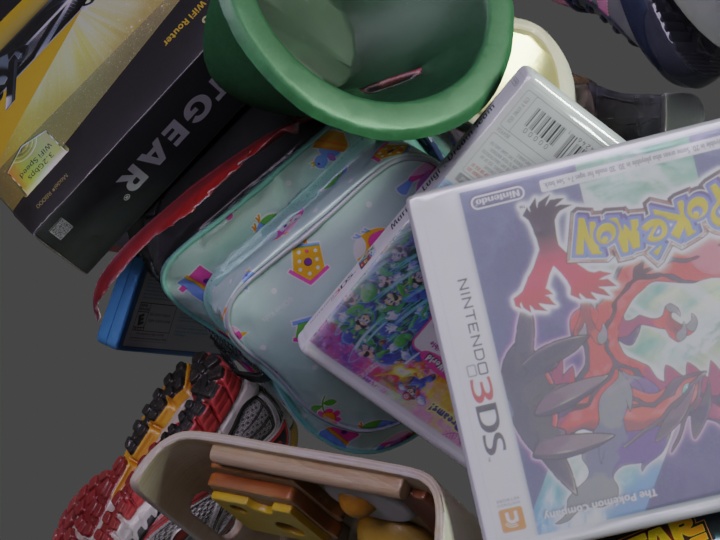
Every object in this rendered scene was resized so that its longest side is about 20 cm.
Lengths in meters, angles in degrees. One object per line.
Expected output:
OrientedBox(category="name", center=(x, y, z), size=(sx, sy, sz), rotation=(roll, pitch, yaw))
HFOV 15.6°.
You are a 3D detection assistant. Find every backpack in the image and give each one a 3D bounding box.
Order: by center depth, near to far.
OrientedBox(category="backpack", center=(0.000, 0.000, 1.405), size=(0.176, 0.200, 0.153), rotation=(-42, 41, 1))

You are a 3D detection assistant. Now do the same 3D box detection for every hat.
OrientedBox(category="hat", center=(-0.048, -0.104, 1.328), size=(0.176, 0.200, 0.166), rotation=(-37, 75, 51))

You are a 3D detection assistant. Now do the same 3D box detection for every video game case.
OrientedBox(category="video game case", center=(0.137, 0.029, 1.251), size=(0.200, 0.023, 0.182), rotation=(-14, 85, 9))
OrientedBox(category="video game case", center=(0.100, 0.024, 1.327), size=(0.182, 0.200, 0.024), rotation=(-50, 19, 11))
OrientedBox(category="video game case", center=(-0.073, -0.048, 1.484), size=(0.018, 0.143, 0.200), rotation=(22, 96, 29))

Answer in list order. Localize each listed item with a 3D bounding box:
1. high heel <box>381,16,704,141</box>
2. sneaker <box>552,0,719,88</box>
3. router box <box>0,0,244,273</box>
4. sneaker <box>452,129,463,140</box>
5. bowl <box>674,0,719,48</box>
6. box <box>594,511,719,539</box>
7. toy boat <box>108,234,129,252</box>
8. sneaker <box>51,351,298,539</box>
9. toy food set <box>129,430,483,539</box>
OrientedBox(category="high heel", center=(0.069, -0.093, 1.427), size=(0.143, 0.200, 0.071), rotation=(2, 82, 58))
OrientedBox(category="sneaker", center=(0.148, -0.167, 1.523), size=(0.082, 0.070, 0.200), rotation=(-47, 47, 31))
OrientedBox(category="router box", center=(-0.131, -0.120, 1.397), size=(0.200, 0.052, 0.157), rotation=(-47, 50, 1))
OrientedBox(category="sneaker", center=(0.008, -0.098, 1.567), size=(0.114, 0.073, 0.201), rotation=(-23, 56, 43))
OrientedBox(category="bowl", center=(0.221, -0.186, 1.419), size=(0.090, 0.201, 0.201), rotation=(-23, 47, 53))
OrientedBox(category="box", center=(0.191, 0.170, 1.243), size=(0.200, 0.040, 0.137), rotation=(-23, 62, 6))
OrientedBox(category="toy boat", center=(-0.126, -0.108, 1.557), size=(0.130, 0.131, 0.200), rotation=(9, 91, 1))
OrientedBox(category="sneaker", center=(-0.109, 0.143, 1.475), size=(0.200, 0.082, 0.078), rotation=(-50, 28, 19))
OrientedBox(category="toy food set", center=(-0.007, 0.148, 1.363), size=(0.200, 0.144, 0.060), rotation=(7, 66, 34))
